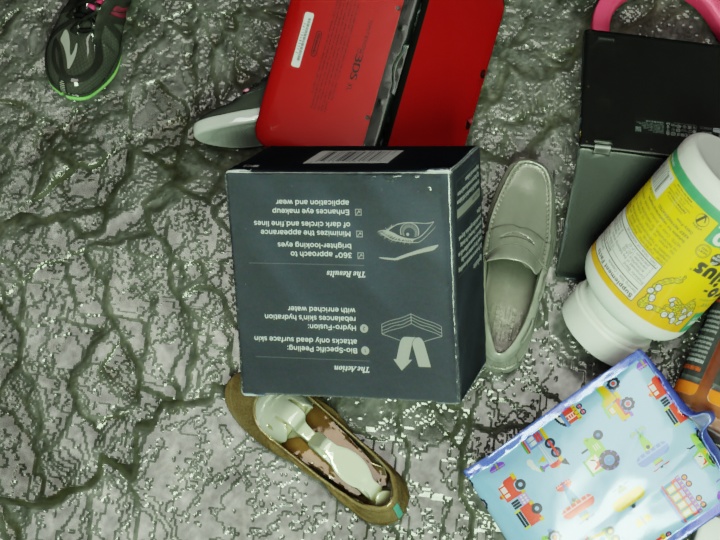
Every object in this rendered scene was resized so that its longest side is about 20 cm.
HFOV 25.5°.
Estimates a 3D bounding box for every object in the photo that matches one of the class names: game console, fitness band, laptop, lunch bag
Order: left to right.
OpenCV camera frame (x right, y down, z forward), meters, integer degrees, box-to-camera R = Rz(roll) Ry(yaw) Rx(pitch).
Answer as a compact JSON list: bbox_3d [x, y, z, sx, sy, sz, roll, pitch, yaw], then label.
[{"bbox_3d":[0.019,-0.186,1.449,0.171,0.119,0.202,17,93,13],"label":"game console"},{"bbox_3d":[0.215,0.175,1.352,0.199,0.094,0.151,-37,78,17],"label":"lunch bag"},{"bbox_3d":[0.283,-0.098,1.460,0.185,0.116,0.202,7,63,-1],"label":"laptop"},{"bbox_3d":[0.300,-0.192,1.502,0.143,0.037,0.201,-28,80,-9],"label":"fitness band"}]

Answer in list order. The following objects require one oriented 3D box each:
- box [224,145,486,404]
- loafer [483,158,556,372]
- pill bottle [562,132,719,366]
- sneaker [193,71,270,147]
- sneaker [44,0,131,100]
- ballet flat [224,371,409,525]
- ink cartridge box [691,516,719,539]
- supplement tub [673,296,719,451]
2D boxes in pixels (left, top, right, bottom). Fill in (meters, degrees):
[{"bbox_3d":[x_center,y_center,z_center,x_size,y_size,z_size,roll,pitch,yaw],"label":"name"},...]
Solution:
[{"bbox_3d":[0.000,0.000,1.356,0.195,0.117,0.202,2,105,17],"label":"box"},{"bbox_3d":[0.142,-0.008,1.440,0.069,0.070,0.202,8,77,2],"label":"loafer"},{"bbox_3d":[0.266,-0.012,1.379,0.113,0.113,0.200,44,120,9],"label":"pill bottle"},{"bbox_3d":[-0.070,-0.181,1.483,0.198,0.071,0.100,-16,78,-10],"label":"sneaker"},{"bbox_3d":[-0.246,-0.256,1.491,0.076,0.084,0.202,18,78,5],"label":"sneaker"},{"bbox_3d":[-0.039,0.151,1.404,0.200,0.072,0.068,41,80,9],"label":"ballet flat"},{"bbox_3d":[0.360,0.322,1.351,0.198,0.045,0.178,18,86,12],"label":"ink cartridge box"},{"bbox_3d":[0.339,0.087,1.394,0.106,0.107,0.201,25,87,6],"label":"supplement tub"}]
